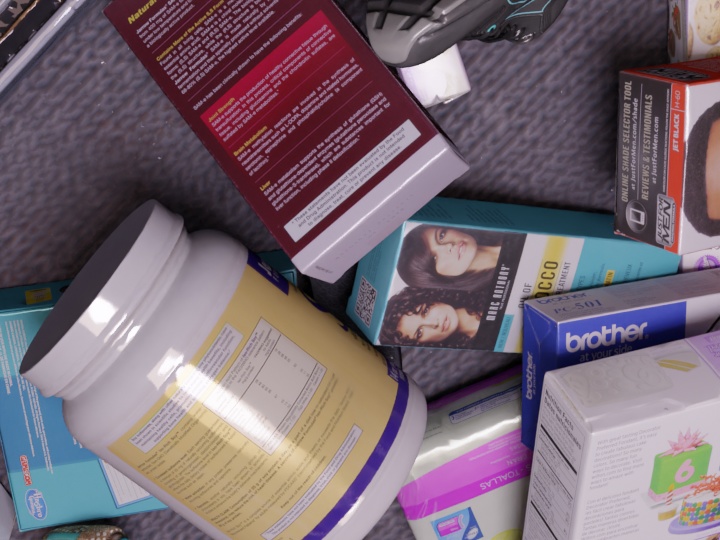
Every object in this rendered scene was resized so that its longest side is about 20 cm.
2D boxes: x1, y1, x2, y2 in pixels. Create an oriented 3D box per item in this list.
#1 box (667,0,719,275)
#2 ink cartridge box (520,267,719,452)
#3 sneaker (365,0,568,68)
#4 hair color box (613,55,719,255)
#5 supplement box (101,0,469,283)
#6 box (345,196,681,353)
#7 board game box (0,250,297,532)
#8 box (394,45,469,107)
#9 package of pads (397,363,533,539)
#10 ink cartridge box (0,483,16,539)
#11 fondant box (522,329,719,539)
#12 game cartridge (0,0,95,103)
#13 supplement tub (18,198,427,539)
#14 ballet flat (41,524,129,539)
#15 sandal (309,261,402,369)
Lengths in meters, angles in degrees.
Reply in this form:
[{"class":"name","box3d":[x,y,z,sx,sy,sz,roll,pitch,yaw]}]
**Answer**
[{"class":"box","box3d":[0.217,-0.089,0.899,0.041,0.039,0.201,-4,108,-5]},{"class":"ink cartridge box","box3d":[0.196,0.053,0.884,0.199,0.044,0.094,-8,110,-22]},{"class":"sneaker","box3d":[0.079,-0.157,0.805,0.200,0.075,0.079,-42,133,-34]},{"class":"hair color box","box3d":[0.247,-0.079,0.854,0.199,0.061,0.102,-13,112,-28]},{"class":"supplement box","box3d":[-0.043,-0.104,0.807,0.109,0.061,0.200,-39,75,9]},{"class":"box","box3d":[0.097,0.005,0.882,0.199,0.049,0.083,4,112,-25]},{"class":"board game box","box3d":[-0.131,0.077,0.914,0.199,0.047,0.152,-8,109,-3]},{"class":"box","box3d":[0.014,-0.193,0.836,0.039,0.041,0.201,-21,108,0]},{"class":"package of pads","box3d":[0.116,0.165,0.958,0.154,0.068,0.200,-22,109,3]},{"class":"ink cartridge box","box3d":[-0.341,0.162,0.902,0.200,0.084,0.145,-30,108,5]},{"class":"fondant box","box3d":[0.175,0.137,0.850,0.144,0.058,0.201,-12,130,-18]},{"class":"game cartridge","box3d":[-0.202,-0.120,0.796,0.042,0.133,0.200,42,99,-17]},{"class":"supplement tub","box3d":[-0.078,0.068,0.816,0.200,0.145,0.145,39,101,-16]},{"class":"ballet flat","box3d":[-0.173,0.241,0.952,0.065,0.071,0.201,10,126,19]},{"class":"sandal","box3d":[-0.001,0.000,0.911,0.076,0.043,0.201,7,115,0]}]
